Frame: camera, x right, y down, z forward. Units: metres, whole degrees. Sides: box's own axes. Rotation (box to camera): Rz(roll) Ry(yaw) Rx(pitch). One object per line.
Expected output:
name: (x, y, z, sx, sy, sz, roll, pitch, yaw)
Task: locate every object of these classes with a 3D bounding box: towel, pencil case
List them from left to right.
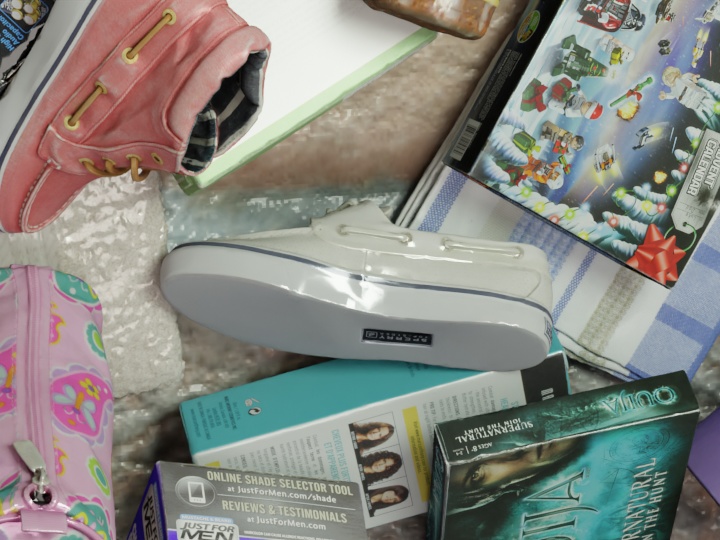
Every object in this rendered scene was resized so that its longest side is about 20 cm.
pencil case: (-0.156, 0.081, 1.318, 0.087, 0.200, 0.088, -4, 127, -5)
towel: (-0.161, -0.020, 1.404, 0.132, 0.034, 0.200, -11, 113, -10)
towel: (0.124, -0.028, 1.483, 0.200, 0.024, 0.147, 26, 100, -24)

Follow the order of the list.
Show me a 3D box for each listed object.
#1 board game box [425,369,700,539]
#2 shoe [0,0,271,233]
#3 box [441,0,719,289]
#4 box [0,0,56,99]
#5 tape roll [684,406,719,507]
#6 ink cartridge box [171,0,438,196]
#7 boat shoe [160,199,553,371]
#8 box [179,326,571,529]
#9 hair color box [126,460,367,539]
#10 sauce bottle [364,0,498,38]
board game box: (0.101, 0.130, 1.479, 0.135, 0.028, 0.200, -12, 146, -9)
shoe: (-0.112, -0.065, 1.292, 0.091, 0.071, 0.200, 45, 132, 14)
box: (0.149, -0.109, 1.431, 0.137, 0.040, 0.200, 27, 92, -25)
box: (-0.190, -0.199, 1.289, 0.200, 0.050, 0.199, 43, 97, -4)
tape roll: (0.260, 0.145, 1.488, 0.085, 0.200, 0.200, -39, 115, 3)
ink cartridge box: (-0.075, -0.158, 1.357, 0.145, 0.048, 0.200, -33, 94, -12)
boat shoe: (0.000, 0.000, 1.417, 0.200, 0.070, 0.071, 6, 150, 0)
box: (0.011, 0.086, 1.466, 0.200, 0.049, 0.082, -15, 126, -4)
hair color box: (-0.077, 0.190, 1.451, 0.109, 0.065, 0.200, 7, 131, -17)
sauce bottle: (0.060, -0.211, 1.317, 0.066, 0.066, 0.200, 18, 93, -20)
